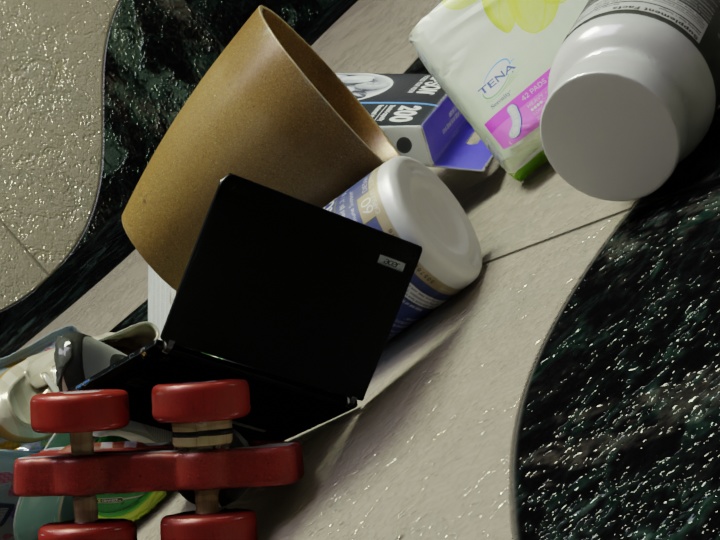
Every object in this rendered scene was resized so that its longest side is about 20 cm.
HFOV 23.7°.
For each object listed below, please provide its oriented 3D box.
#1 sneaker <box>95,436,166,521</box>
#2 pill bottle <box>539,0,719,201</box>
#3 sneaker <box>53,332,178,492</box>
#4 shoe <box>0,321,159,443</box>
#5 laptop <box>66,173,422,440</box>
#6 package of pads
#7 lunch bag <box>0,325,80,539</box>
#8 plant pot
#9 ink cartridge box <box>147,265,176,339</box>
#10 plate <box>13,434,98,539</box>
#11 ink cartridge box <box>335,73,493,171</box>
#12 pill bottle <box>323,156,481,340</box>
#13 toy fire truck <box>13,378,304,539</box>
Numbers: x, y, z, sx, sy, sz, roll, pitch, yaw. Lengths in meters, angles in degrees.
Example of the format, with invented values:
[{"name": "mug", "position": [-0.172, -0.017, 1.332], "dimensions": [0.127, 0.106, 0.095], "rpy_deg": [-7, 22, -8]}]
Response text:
[{"name": "sneaker", "position": [-0.160, 0.120, 1.409], "dimensions": [0.200, 0.084, 0.074], "rpy_deg": [-49, 33, -18]}, {"name": "pill bottle", "position": [0.194, -0.137, 1.176], "dimensions": [0.115, 0.116, 0.200], "rpy_deg": [-31, 16, 38]}, {"name": "sneaker", "position": [-0.158, 0.096, 1.295], "dimensions": [0.079, 0.200, 0.074], "rpy_deg": [-25, 51, 22]}, {"name": "shoe", "position": [-0.244, 0.089, 1.473], "dimensions": [0.053, 0.070, 0.200], "rpy_deg": [-41, -8, 34]}, {"name": "laptop", "position": [-0.084, 0.039, 1.212], "dimensions": [0.199, 0.176, 0.104], "rpy_deg": [-28, 52, 44]}, {"name": "package of pads", "position": [0.155, -0.196, 1.402], "dimensions": [0.200, 0.155, 0.068], "rpy_deg": [-39, -23, 7]}, {"name": "lunch bag", "position": [-0.316, 0.167, 1.520], "dimensions": [0.200, 0.127, 0.170], "rpy_deg": [-25, -22, -54]}, {"name": "plant pot", "position": [-0.090, -0.076, 1.383], "dimensions": [0.200, 0.187, 0.187], "rpy_deg": [-41, 12, 10]}, {"name": "ink cartridge box", "position": [-0.176, 0.012, 1.711], "dimensions": [0.056, 0.164, 0.200], "rpy_deg": [-1, 4, -20]}, {"name": "plate", "position": [-0.225, 0.160, 1.481], "dimensions": [0.201, 0.025, 0.201], "rpy_deg": [-54, -14, -20]}, {"name": "ink cartridge box", "position": [0.034, -0.137, 1.546], "dimensions": [0.198, 0.044, 0.198], "rpy_deg": [3, 21, 14]}, {"name": "pill bottle", "position": [-0.015, 0.011, 1.305], "dimensions": [0.199, 0.111, 0.111], "rpy_deg": [-36, 13, 24]}, {"name": "toy fire truck", "position": [-0.137, 0.133, 1.187], "dimensions": [0.198, 0.113, 0.168], "rpy_deg": [-4, -1, 3]}]
